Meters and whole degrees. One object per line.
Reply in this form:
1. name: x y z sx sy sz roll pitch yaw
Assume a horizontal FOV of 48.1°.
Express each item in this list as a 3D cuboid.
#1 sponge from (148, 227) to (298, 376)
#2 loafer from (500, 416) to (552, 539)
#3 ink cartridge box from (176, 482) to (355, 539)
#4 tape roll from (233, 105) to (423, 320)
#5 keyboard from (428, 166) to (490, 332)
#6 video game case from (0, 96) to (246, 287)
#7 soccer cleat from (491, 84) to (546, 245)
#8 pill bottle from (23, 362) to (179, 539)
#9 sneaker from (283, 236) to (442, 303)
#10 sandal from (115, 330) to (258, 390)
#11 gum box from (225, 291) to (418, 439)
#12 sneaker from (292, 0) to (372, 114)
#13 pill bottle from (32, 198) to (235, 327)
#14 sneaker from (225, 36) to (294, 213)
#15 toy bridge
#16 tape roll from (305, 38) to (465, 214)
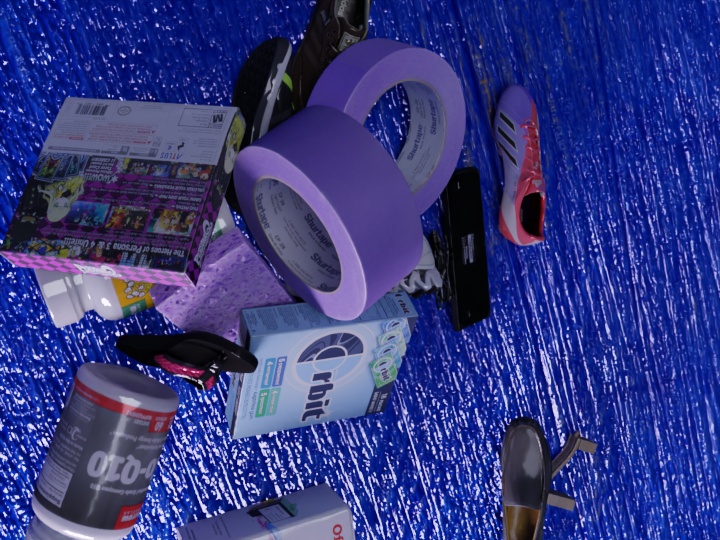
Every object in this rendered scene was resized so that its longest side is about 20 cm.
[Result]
1. sponge: -0.130 0.045 0.868 0.111 0.030 0.201 -36 144 -2
2. loafer: 0.223 0.302 1.088 0.071 0.072 0.205 -2 99 14
3. ink cartridge box: -0.106 0.360 0.963 0.196 0.084 0.148 -11 102 -20
4. tape roll: -0.035 -0.056 0.814 0.085 0.199 0.202 -37 110 -27
5. keyboard: 0.120 -0.026 1.036 0.103 0.039 0.205 -16 104 -44
6. video game case: -0.225 -0.081 0.774 0.196 0.036 0.184 5 64 15
7. soccer cleat: 0.210 -0.133 1.025 0.065 0.076 0.205 -5 100 -21
8. pill bottle: -0.276 0.211 0.853 0.112 0.114 0.204 20 90 -24
9. sneaker: 0.000 0.000 0.969 0.196 0.075 0.083 -7 81 -20
10. sandal: -0.184 0.098 0.837 0.075 0.197 0.046 47 51 -41
11. gum box: -0.047 0.108 0.922 0.196 0.045 0.172 -6 134 -23
12. sneaker: -0.032 -0.249 0.907 0.069 0.075 0.204 10 94 -23
13. pill bottle: -0.232 -0.017 0.838 0.197 0.112 0.115 -21 106 -19
14. sneaker: -0.100 -0.155 0.907 0.082 0.071 0.204 8 100 -40
15. toy bridge: 0.274 0.324 1.149 0.066 0.027 0.204 19 92 -23
16. tape roll: 0.029 -0.154 0.914 0.198 0.065 0.204 -20 123 -34
